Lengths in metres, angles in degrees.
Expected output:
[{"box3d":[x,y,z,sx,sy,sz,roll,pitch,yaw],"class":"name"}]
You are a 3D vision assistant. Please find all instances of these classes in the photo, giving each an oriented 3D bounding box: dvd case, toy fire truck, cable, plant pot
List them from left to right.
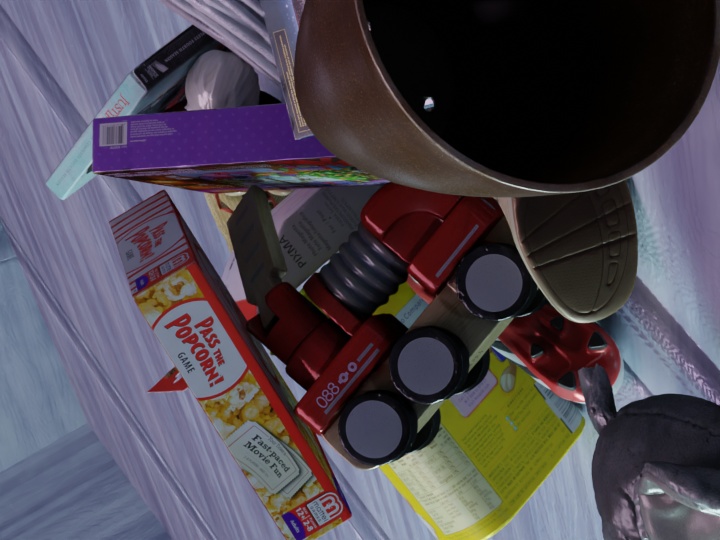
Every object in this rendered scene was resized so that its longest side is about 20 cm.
[{"box3d":[-0.130,-0.139,1.586,0.022,0.200,0.146,45,135,0],"class":"dvd case"},{"box3d":[-0.075,-0.178,1.423,0.200,0.069,0.200,36,-179,6],"class":"cable"},{"box3d":[0.000,0.000,1.384,0.200,0.176,0.129,41,-170,9],"class":"toy fire truck"},{"box3d":[0.046,-0.112,1.087,0.187,0.187,0.200,61,156,-3],"class":"plant pot"}]

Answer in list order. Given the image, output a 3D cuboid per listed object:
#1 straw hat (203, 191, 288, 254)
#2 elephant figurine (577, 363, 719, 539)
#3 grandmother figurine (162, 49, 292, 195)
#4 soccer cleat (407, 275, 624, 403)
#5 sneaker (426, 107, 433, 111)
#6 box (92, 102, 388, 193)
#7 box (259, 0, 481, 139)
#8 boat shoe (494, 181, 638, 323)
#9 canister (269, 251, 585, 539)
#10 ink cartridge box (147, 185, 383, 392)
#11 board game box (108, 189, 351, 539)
[{"box3d":[-0.062,-0.049,1.840,0.201,0.085,0.201,59,164,28],"class":"straw hat"},{"box3d":[0.216,0.118,1.191,0.200,0.155,0.142,146,138,-65],"class":"elephant figurine"},{"box3d":[-0.090,-0.105,1.588,0.200,0.121,0.061,79,-177,-74],"class":"grandmother figurine"},{"box3d":[0.092,0.018,1.449,0.200,0.069,0.085,40,178,20],"class":"soccer cleat"},{"box3d":[0.024,-0.146,1.300,0.200,0.076,0.116,59,-157,-31],"class":"sneaker"},{"box3d":[-0.053,-0.078,1.430,0.200,0.137,0.039,-2,86,31],"class":"box"},{"box3d":[0.000,-0.184,1.240,0.136,0.038,0.200,-11,95,40],"class":"box"},{"box3d":[0.103,-0.066,1.290,0.200,0.072,0.065,64,177,-14],"class":"boat shoe"},{"box3d":[0.048,0.073,1.523,0.200,0.149,0.087,52,144,-9],"class":"canister"},{"box3d":[-0.077,0.004,1.581,0.057,0.200,0.163,54,166,-5],"class":"ink cartridge box"},{"box3d":[-0.084,0.061,1.410,0.200,0.046,0.152,59,180,-23],"class":"board game box"}]
